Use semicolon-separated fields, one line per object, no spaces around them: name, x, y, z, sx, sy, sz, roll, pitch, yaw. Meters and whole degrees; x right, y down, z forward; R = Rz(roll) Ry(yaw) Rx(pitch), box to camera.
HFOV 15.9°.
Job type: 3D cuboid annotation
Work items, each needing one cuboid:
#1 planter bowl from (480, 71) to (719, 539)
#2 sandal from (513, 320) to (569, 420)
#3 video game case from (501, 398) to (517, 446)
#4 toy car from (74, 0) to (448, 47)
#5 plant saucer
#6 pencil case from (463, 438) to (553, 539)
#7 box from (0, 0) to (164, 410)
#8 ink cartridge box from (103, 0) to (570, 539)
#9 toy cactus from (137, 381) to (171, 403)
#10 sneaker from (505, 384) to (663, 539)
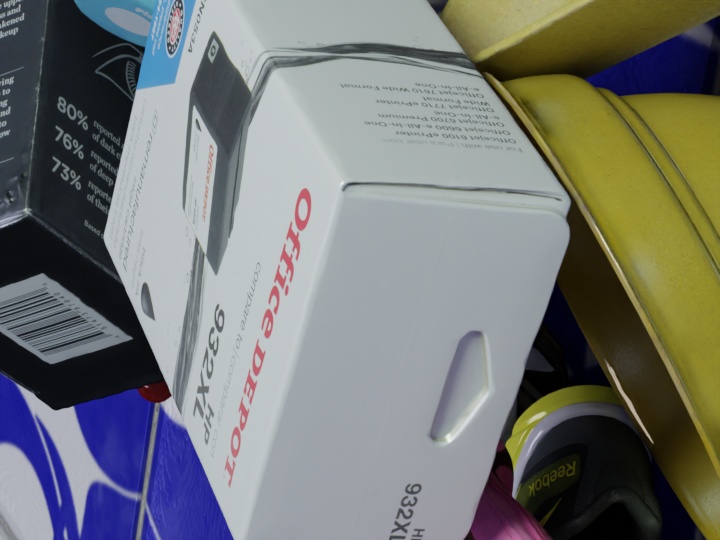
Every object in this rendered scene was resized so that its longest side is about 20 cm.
planter bowl;0.123;0.002;0.893;0.200;0.083;0.200;62;178;4
sandal;0.053;0.034;1.092;0.201;0.057;0.080;54;155;29
video game case;0.000;0.000;1.059;0.182;0.023;0.200;40;148;39
toy car;0.012;-0.153;1.120;0.200;0.177;0.184;13;71;29
plant saucer;0.115;-0.146;0.910;0.200;0.048;0.200;-61;16;-22
pencil case;0.057;0.128;0.885;0.200;0.091;0.094;48;118;50
box;-0.140;-0.062;1.189;0.104;0.148;0.200;-18;53;28
ink cartridge box;-0.017;-0.016;0.894;0.200;0.084;0.145;-120;40;-52
toy cactus;-0.034;-0.031;1.245;0.165;0.102;0.200;-10;49;44
sneaker;0.076;0.147;1.007;0.085;0.074;0.200;-101;14;-68
